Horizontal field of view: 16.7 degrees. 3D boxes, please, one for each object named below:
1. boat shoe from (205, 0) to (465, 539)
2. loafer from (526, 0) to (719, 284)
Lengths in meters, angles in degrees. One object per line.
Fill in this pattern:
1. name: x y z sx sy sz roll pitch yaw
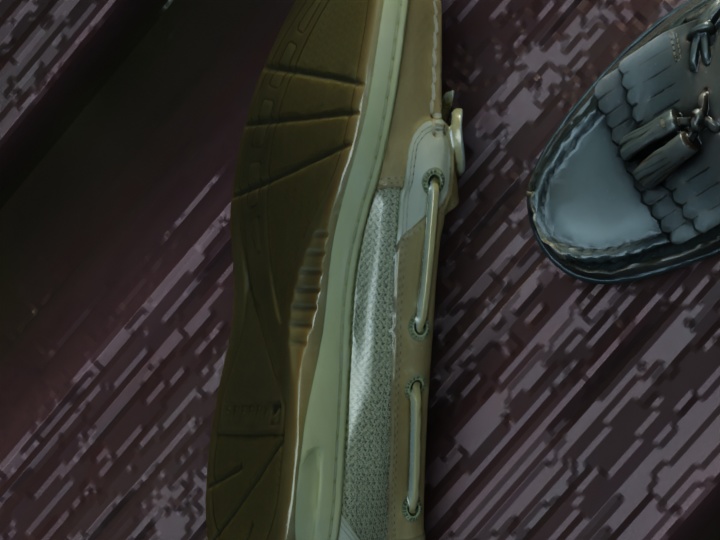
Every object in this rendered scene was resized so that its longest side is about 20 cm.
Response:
1. boat shoe: 0.001 0.001 0.749 0.073 0.063 0.202 -3 79 59
2. loafer: 0.131 -0.065 0.714 0.199 0.063 0.072 -32 80 11
